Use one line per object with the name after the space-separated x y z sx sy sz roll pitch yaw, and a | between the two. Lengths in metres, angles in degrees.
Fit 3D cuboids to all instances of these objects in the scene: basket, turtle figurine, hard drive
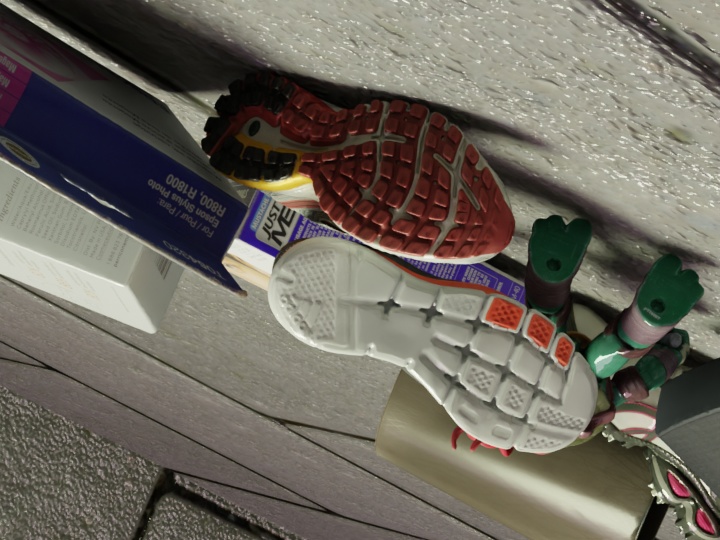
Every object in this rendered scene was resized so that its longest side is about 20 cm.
0.123 0.122 1.767 0.200 0.136 0.180 25 166 13 | basket
0.120 0.050 1.443 0.149 0.101 0.200 7 149 -8 | turtle figurine
0.260 0.100 1.422 0.135 0.042 0.200 45 151 -12 | hard drive

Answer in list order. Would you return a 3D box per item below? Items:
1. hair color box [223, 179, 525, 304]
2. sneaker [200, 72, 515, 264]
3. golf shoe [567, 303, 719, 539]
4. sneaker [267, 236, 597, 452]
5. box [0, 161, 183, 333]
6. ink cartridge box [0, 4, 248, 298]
0.000 0.000 1.566 0.200 0.065 0.109 29 168 -18 | hair color box
0.009 -0.052 1.339 0.200 0.078 0.082 26 178 41 | sneaker
0.196 0.082 1.601 0.200 0.088 0.077 48 -160 -24 | golf shoe
0.040 0.029 1.366 0.200 0.077 0.082 29 -172 -15 | sneaker
-0.215 -0.054 1.669 0.200 0.106 0.152 22 169 7 | box
-0.156 -0.083 1.366 0.196 0.043 0.200 32 -171 -35 | ink cartridge box
